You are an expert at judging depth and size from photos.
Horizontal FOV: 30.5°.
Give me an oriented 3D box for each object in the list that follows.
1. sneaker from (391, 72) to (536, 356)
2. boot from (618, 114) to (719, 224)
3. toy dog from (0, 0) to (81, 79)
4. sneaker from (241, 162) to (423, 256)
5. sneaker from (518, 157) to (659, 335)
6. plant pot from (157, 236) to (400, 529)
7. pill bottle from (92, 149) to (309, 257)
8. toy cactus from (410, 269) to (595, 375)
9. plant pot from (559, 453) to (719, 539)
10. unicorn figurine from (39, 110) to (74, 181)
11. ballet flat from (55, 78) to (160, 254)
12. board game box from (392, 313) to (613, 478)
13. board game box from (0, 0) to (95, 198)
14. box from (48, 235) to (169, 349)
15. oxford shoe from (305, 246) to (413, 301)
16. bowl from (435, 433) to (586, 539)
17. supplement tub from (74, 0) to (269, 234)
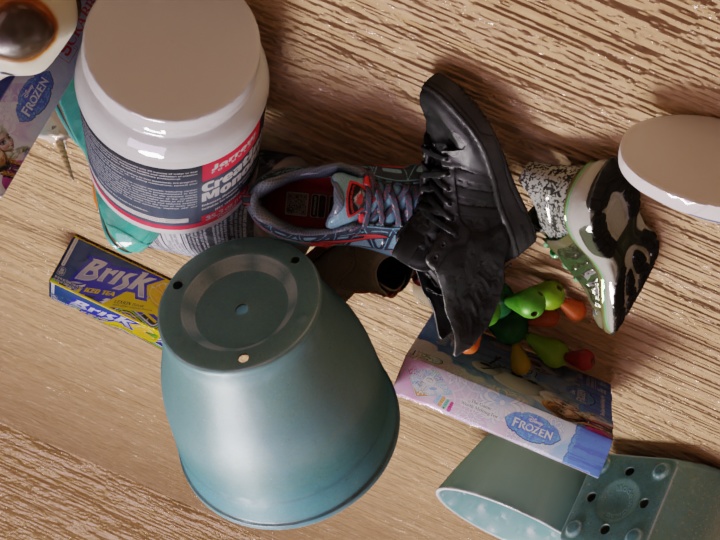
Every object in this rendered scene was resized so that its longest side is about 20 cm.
[{"bbox_3d":[0.065,-0.039,0.975,0.060,0.104,0.200,42,167,53],"label":"sneaker"},{"bbox_3d":[0.265,-0.037,0.867,0.199,0.073,0.090,17,152,15],"label":"boot"},{"bbox_3d":[-0.280,-0.216,0.896,0.200,0.194,0.140,48,-173,-14],"label":"toy dog"},{"bbox_3d":[0.005,-0.046,1.031,0.199,0.080,0.096,-2,180,9],"label":"sneaker"},{"bbox_3d":[0.172,-0.026,1.017,0.088,0.077,0.200,25,156,32],"label":"sneaker"},{"bbox_3d":[-0.078,0.081,1.094,0.199,0.201,0.188,15,147,22],"label":"plant pot"},{"bbox_3d":[-0.145,-0.065,1.188,0.199,0.107,0.106,12,156,29],"label":"pill bottle"},{"bbox_3d":[0.108,0.034,1.198,0.200,0.103,0.165,28,170,-34],"label":"toy cactus"},{"bbox_3d":[0.334,0.304,1.456,0.196,0.196,0.200,-3,138,50],"label":"plant pot"},{"bbox_3d":[-0.351,-0.162,1.241,0.137,0.074,0.200,29,174,-39],"label":"unicorn figurine"},{"bbox_3d":[-0.207,-0.110,1.135,0.070,0.201,0.067,-34,155,20],"label":"ballet flat"},{"bbox_3d":[0.141,0.112,1.256,0.198,0.044,0.200,21,-168,6],"label":"board game box"},{"bbox_3d":[-0.282,-0.134,1.040,0.041,0.201,0.199,36,155,-25],"label":"board game box"},{"bbox_3d":[-0.275,0.036,1.609,0.199,0.070,0.064,25,157,-4],"label":"box"},{"bbox_3d":[0.000,0.000,1.153,0.075,0.070,0.200,60,147,16],"label":"oxford shoe"},{"bbox_3d":[0.202,0.262,1.585,0.200,0.105,0.201,24,161,9],"label":"bowl"},{"bbox_3d":[-0.141,-0.123,0.998,0.140,0.141,0.200,23,159,1],"label":"supplement tub"}]
